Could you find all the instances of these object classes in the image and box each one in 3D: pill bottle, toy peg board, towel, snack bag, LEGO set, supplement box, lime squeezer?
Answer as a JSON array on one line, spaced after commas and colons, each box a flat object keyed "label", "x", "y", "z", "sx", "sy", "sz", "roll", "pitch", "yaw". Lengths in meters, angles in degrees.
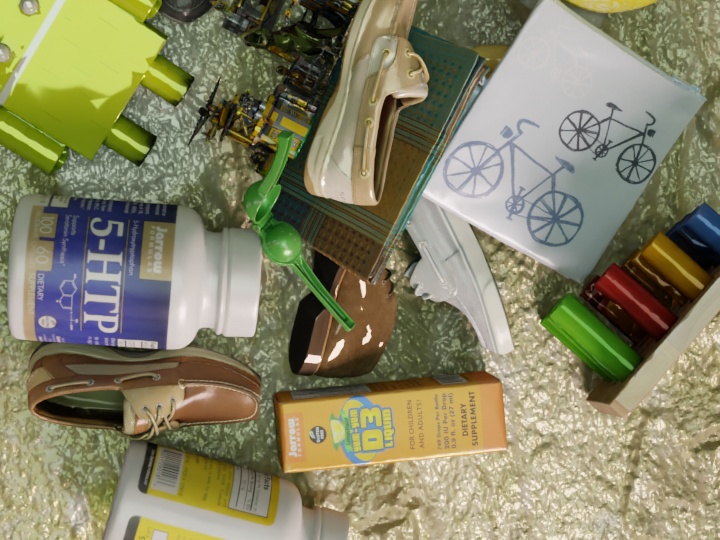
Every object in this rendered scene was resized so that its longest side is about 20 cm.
[{"label": "pill bottle", "x": -0.115, "y": 0.222, "z": 1.145, "sx": 0.198, "sy": 0.111, "sz": 0.112, "roll": 17, "pitch": 93, "yaw": -8}, {"label": "pill bottle", "x": -0.184, "y": 0.003, "z": 1.111, "sx": 0.198, "sy": 0.120, "sz": 0.121, "roll": 4, "pitch": 95, "yaw": -8}, {"label": "toy peg board", "x": 0.241, "y": 0.015, "z": 1.137, "sx": 0.098, "sy": 0.200, "sz": 0.199, "roll": 41, "pitch": 89, "yaw": 6}, {"label": "towel", "x": 0.009, "y": -0.106, "z": 1.101, "sx": 0.022, "sy": 0.146, "sz": 0.201, "roll": 19, "pitch": 101, "yaw": -49}, {"label": "snack bag", "x": 0.165, "y": -0.109, "z": 1.121, "sx": 0.188, "sy": 0.021, "sz": 0.201, "roll": 27, "pitch": 105, "yaw": -22}, {"label": "LEGO set", "x": -0.077, "y": -0.183, "z": 1.094, "sx": 0.115, "sy": 0.154, "sz": 0.201, "roll": 25, "pitch": 88, "yaw": -9}, {"label": "supplement box", "x": 0.025, "y": 0.133, "z": 1.177, "sx": 0.198, "sy": 0.069, "sz": 0.067, "roll": -6, "pitch": 94, "yaw": -5}, {"label": "lime squeezer", "x": -0.055, "y": -0.036, "z": 1.082, "sx": 0.070, "sy": 0.038, "sz": 0.201, "roll": 2, "pitch": 131, "yaw": 23}]

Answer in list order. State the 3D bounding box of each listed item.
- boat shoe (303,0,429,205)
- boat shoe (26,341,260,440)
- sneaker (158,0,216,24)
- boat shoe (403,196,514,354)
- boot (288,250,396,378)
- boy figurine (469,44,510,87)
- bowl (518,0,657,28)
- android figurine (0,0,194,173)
[{"label": "boat shoe", "x": 0.020, "y": -0.146, "z": 1.051, "sx": 0.069, "sy": 0.074, "sz": 0.202, "roll": 20, "pitch": 95, "yaw": 15}, {"label": "boat shoe", "x": -0.184, "y": 0.110, "z": 1.133, "sx": 0.198, "sy": 0.074, "sz": 0.076, "roll": 5, "pitch": 130, "yaw": -2}, {"label": "sneaker", "x": -0.126, "y": -0.304, "z": 1.110, "sx": 0.075, "sy": 0.079, "sz": 0.202, "roll": 19, "pitch": 95, "yaw": -10}, {"label": "boat shoe", "x": 0.070, "y": -0.012, "z": 1.174, "sx": 0.071, "sy": 0.070, "sz": 0.202, "roll": -25, "pitch": 93, "yaw": 6}, {"label": "boot", "x": 0.000, "y": 0.000, "z": 1.160, "sx": 0.075, "sy": 0.074, "sz": 0.202, "roll": 11, "pitch": 108, "yaw": -20}, {"label": "boy figurine", "x": 0.107, "y": -0.144, "z": 1.164, "sx": 0.199, "sy": 0.064, "sz": 0.125, "roll": 33, "pitch": 93, "yaw": -12}, {"label": "bowl", "x": 0.183, "y": -0.265, "z": 1.113, "sx": 0.198, "sy": 0.201, "sz": 0.108, "roll": 15, "pitch": 117, "yaw": -8}, {"label": "android figurine", "x": -0.244, "y": -0.176, "z": 1.113, "sx": 0.199, "sy": 0.041, "sz": 0.183, "roll": 34, "pitch": 100, "yaw": -15}]
